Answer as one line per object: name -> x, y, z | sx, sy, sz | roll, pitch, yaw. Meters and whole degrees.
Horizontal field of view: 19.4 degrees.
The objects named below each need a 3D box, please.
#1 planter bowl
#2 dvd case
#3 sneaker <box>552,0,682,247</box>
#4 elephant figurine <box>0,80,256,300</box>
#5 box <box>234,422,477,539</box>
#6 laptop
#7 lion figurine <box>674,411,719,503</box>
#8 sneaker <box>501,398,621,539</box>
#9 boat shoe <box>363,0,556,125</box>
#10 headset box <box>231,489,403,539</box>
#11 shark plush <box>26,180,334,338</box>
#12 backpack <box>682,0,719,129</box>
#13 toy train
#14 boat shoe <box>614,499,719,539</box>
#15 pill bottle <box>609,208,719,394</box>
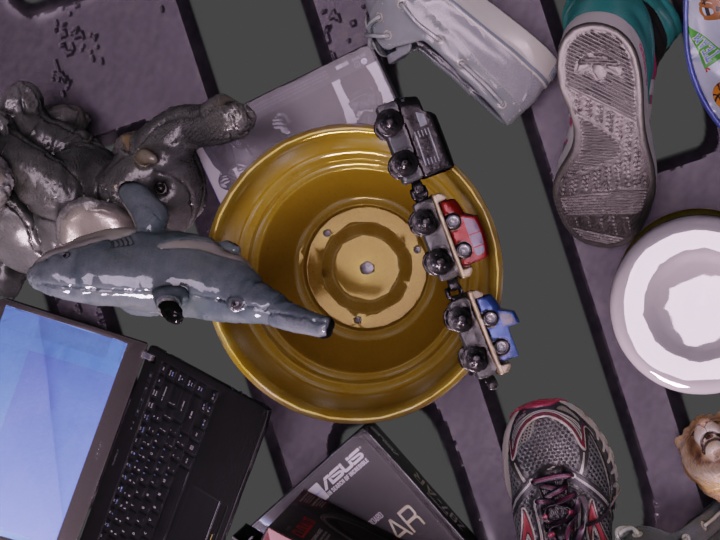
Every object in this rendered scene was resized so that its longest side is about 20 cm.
planter bowl -> 0.000, 0.000, 1.448 | 0.200, 0.083, 0.201 | 1, 94, 8
dvd case -> -0.016, -0.041, 1.509 | 0.150, 0.025, 0.200 | -25, 90, 9
sneaker -> 0.173, -0.122, 1.449 | 0.084, 0.121, 0.200 | 9, 135, 14
elephant figurine -> -0.168, -0.048, 1.471 | 0.200, 0.155, 0.142 | 13, 73, 16
box -> -0.015, 0.232, 1.516 | 0.200, 0.044, 0.160 | -41, 88, 9
laptop -> -0.190, 0.139, 1.502 | 0.200, 0.103, 0.177 | 26, 99, 37
lion figurine -> 0.325, 0.129, 1.445 | 0.200, 0.123, 0.072 | -11, 126, -6
sneaker -> 0.147, 0.188, 1.474 | 0.081, 0.075, 0.200 | -12, 91, 9
boat shoe -> 0.040, -0.174, 1.467 | 0.201, 0.070, 0.072 | 35, 88, 1
headset box -> 0.004, 0.224, 1.415 | 0.200, 0.149, 0.075 | 27, 96, 6
shark plush -> -0.113, 0.022, 1.373 | 0.200, 0.083, 0.091 | 27, 117, 16
backpack -> 0.308, -0.161, 1.396 | 0.190, 0.154, 0.200 | -10, 93, 17
toy train -> 0.060, -0.019, 1.374 | 0.046, 0.034, 0.200 | -20, 90, -4
boat shoe -> 0.190, 0.203, 1.431 | 0.073, 0.200, 0.062 | -43, 65, 51
pill bottle -> 0.223, 0.016, 1.388 | 0.112, 0.200, 0.113 | 1, 94, 9
